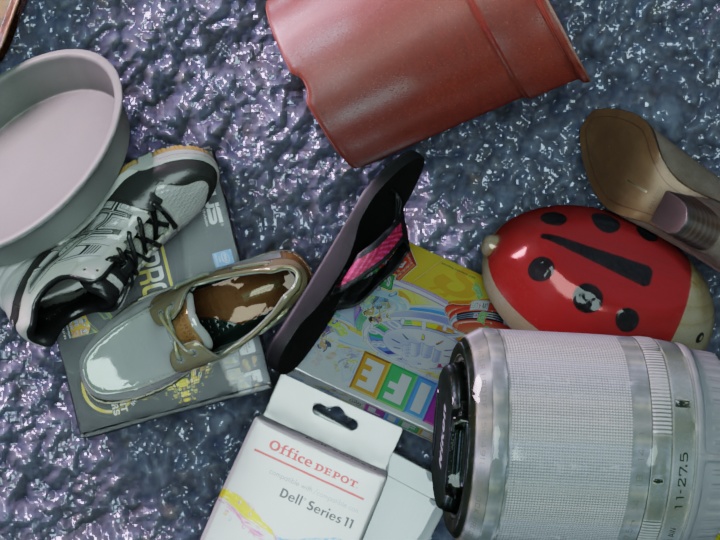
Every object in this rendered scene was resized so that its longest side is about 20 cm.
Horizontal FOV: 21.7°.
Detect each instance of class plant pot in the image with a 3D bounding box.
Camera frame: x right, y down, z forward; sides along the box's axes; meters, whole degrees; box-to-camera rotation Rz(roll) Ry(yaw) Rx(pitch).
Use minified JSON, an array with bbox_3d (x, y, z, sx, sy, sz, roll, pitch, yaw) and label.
[{"bbox_3d":[0.045,-0.188,1.436,0.194,0.201,0.202,-28,89,9],"label":"plant pot"}]

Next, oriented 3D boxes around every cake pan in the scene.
[{"bbox_3d":[-0.259,-0.084,1.452,0.200,0.200,0.037,-40,132,1],"label":"cake pan"}]

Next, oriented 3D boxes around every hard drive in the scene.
[{"bbox_3d":[-0.026,0.230,1.504,0.131,0.027,0.201,27,90,2],"label":"hard drive"}]

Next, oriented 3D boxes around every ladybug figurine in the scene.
[{"bbox_3d":[0.189,0.011,1.458,0.198,0.072,0.137,18,63,-7],"label":"ladybug figurine"}]

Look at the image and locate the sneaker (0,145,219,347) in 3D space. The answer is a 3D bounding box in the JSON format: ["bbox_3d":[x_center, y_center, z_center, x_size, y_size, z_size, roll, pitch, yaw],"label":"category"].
[{"bbox_3d":[-0.183,-0.012,1.425,0.199,0.076,0.088,-35,46,6],"label":"sneaker"}]

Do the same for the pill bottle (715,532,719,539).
[{"bbox_3d":[0.307,0.192,1.457,0.103,0.104,0.202,13,89,2],"label":"pill bottle"}]

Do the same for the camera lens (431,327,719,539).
[{"bbox_3d":[0.157,0.126,1.371,0.198,0.160,0.162,3,89,-6],"label":"camera lens"}]

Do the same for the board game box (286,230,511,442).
[{"bbox_3d":[0.058,0.061,1.482,0.199,0.034,0.135,24,73,2],"label":"board game box"}]

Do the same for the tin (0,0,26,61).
[{"bbox_3d":[-0.319,-0.247,1.514,0.111,0.042,0.201,22,90,-2],"label":"tin"}]

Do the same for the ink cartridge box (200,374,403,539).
[{"bbox_3d":[-0.053,0.189,1.458,0.116,0.067,0.201,23,89,2],"label":"ink cartridge box"}]

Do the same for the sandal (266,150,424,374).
[{"bbox_3d":[0.000,0.000,1.437,0.045,0.075,0.201,29,80,19],"label":"sandal"}]

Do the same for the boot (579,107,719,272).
[{"bbox_3d":[0.268,-0.049,1.467,0.145,0.200,0.071,19,115,-32],"label":"boot"}]

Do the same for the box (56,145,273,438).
[{"bbox_3d":[-0.170,0.018,1.500,0.160,0.049,0.202,-14,89,-2],"label":"box"}]

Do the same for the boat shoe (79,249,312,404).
[{"bbox_3d":[-0.130,0.039,1.441,0.199,0.068,0.075,-30,89,-1],"label":"boat shoe"}]
